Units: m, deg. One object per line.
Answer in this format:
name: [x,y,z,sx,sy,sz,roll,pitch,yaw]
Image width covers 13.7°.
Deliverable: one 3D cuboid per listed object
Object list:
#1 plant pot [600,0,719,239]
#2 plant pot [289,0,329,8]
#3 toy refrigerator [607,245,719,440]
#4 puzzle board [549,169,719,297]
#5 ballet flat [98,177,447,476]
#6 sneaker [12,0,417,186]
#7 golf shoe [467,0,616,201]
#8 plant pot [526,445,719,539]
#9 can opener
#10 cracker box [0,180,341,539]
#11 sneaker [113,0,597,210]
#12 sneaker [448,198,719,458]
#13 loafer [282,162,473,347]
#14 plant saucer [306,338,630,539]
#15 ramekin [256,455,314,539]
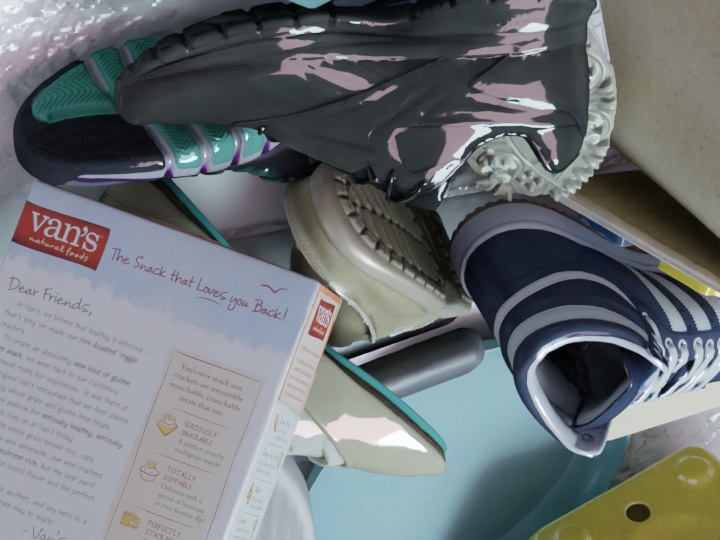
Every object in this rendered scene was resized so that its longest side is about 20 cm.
plant pot: [0.192,-0.089,1.343,0.199,0.184,0.201,-19,137,-18]
plant pot: [-0.006,-0.209,1.129,0.141,0.142,0.200,17,123,-43]
toy refrigerator: [0.186,0.017,1.516,0.199,0.070,0.076,-15,116,-27]
puzzle board: [0.194,-0.007,1.406,0.200,0.150,0.017,-9,127,-57]
ballet flat: [-0.049,0.040,1.332,0.200,0.070,0.069,44,102,-10]
sneaker: [-0.054,-0.057,1.293,0.199,0.075,0.088,-17,143,-21]
golf shoe: [0.077,-0.123,1.299,0.078,0.098,0.201,5,133,10]
plant pot: [0.166,0.213,1.597,0.194,0.196,0.201,-27,139,-23]
can opener: [-0.040,0.060,1.447,0.199,0.054,0.067,-19,170,-19]
cracker box: [-0.105,0.079,1.254,0.058,0.133,0.201,34,76,-77]
sneaker: [-0.001,-0.067,1.210,0.199,0.076,0.091,-5,100,4]
sneaker: [0.137,0.039,1.376,0.199,0.109,0.070,17,122,-30]
loafer: [0.000,0.000,1.348,0.068,0.076,0.200,-27,164,9]
plant saucer: [0.049,0.106,1.558,0.199,0.027,0.201,-19,138,-18]
ramekin: [-0.118,0.153,1.372,0.199,0.105,0.201,-2,135,-2]
